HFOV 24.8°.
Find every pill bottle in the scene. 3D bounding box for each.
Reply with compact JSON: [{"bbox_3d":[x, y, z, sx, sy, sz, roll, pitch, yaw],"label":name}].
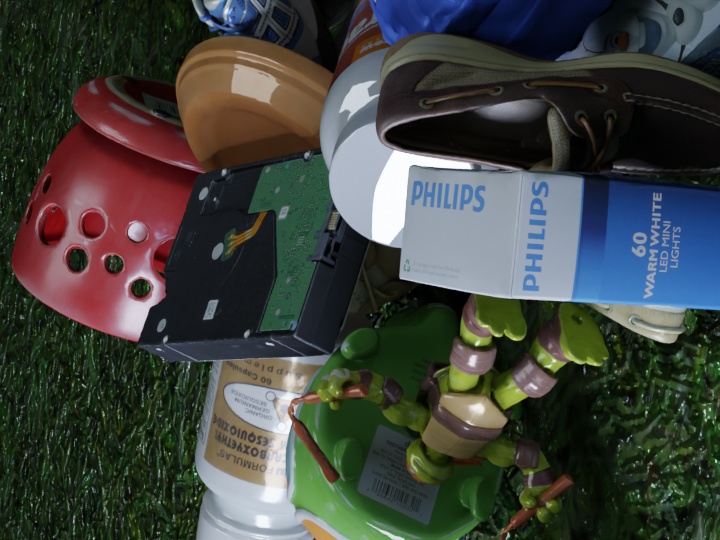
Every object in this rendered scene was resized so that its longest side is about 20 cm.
[{"bbox_3d":[-0.064,0.122,1.236,0.114,0.114,0.200,40,123,56],"label":"pill bottle"},{"bbox_3d":[0.036,-0.101,0.994,0.200,0.112,0.112,-77,8,-57],"label":"pill bottle"}]

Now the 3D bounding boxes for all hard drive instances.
[{"bbox_3d":[-0.067,-0.008,1.107,0.200,0.038,0.140,-8,60,53],"label":"hard drive"}]

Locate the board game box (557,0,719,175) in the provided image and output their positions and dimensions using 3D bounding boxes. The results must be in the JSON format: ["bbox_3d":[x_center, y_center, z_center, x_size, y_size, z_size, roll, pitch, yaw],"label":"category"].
[{"bbox_3d":[0.151,-0.178,0.935,0.199,0.043,0.200,-46,48,49],"label":"board game box"}]

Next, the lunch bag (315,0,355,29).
[{"bbox_3d":[-0.029,-0.289,1.215,0.200,0.117,0.164,132,135,-57],"label":"lunch bag"}]

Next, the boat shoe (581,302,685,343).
[{"bbox_3d":[0.117,-0.002,0.956,0.201,0.073,0.063,10,93,54],"label":"boat shoe"}]

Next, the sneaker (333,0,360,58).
[{"bbox_3d":[0.032,-0.176,1.141,0.200,0.071,0.080,110,148,-44],"label":"sneaker"}]

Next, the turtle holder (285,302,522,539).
[{"bbox_3d":[0.013,0.103,1.066,0.132,0.141,0.186,-50,47,53],"label":"turtle holder"}]

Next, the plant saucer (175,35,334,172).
[{"bbox_3d":[-0.051,-0.081,1.165,0.037,0.200,0.200,-56,15,-27],"label":"plant saucer"}]

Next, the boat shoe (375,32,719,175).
[{"bbox_3d":[0.105,-0.071,0.851,0.072,0.200,0.072,101,180,-45],"label":"boat shoe"}]

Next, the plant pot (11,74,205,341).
[{"bbox_3d":[-0.175,-0.058,1.385,0.200,0.200,0.183,44,117,55],"label":"plant pot"}]

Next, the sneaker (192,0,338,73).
[{"bbox_3d":[-0.076,-0.178,1.150,0.076,0.077,0.200,1,120,49],"label":"sneaker"}]

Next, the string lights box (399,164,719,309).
[{"bbox_3d":[0.131,-0.015,0.790,0.103,0.200,0.059,11,97,62],"label":"string lights box"}]

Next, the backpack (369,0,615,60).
[{"bbox_3d":[0.055,-0.212,0.902,0.163,0.168,0.200,129,135,-58],"label":"backpack"}]

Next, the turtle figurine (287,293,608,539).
[{"bbox_3d":[0.073,0.080,0.937,0.161,0.200,0.064,-56,10,38],"label":"turtle figurine"}]

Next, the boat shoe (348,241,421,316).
[{"bbox_3d":[0.000,0.000,1.120,0.200,0.074,0.069,-16,34,42],"label":"boat shoe"}]
